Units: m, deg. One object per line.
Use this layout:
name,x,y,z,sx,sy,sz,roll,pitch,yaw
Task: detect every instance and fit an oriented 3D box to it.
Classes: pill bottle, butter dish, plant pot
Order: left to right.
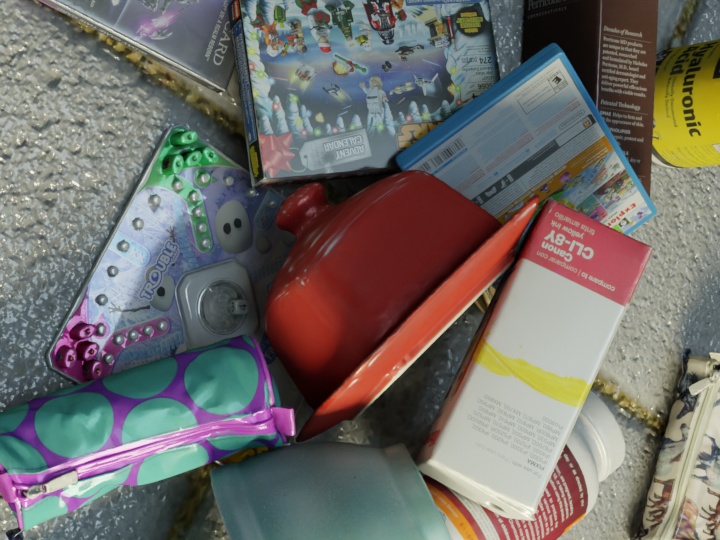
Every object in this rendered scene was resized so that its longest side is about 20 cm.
plant pot,-0.002,0.202,0.935,0.133,0.200,0.202,-25,105,-4
butter dish,0.000,0.000,0.960,0.148,0.200,0.199,45,66,4
pill bottle,0.118,0.176,1.086,0.199,0.113,0.114,-31,106,-28
pill bottle,0.339,-0.150,1.175,0.111,0.199,0.112,0,90,-33

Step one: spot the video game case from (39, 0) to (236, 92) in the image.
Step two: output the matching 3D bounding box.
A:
video game case,-0.159,-0.235,0.963,0.199,0.019,0.144,25,77,-31

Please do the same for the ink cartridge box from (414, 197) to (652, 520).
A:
ink cartridge box,0.118,0.067,0.959,0.083,0.145,0.201,25,80,3

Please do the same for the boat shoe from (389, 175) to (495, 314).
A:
boat shoe,0.067,-0.037,1.084,0.076,0.072,0.200,-47,113,-6

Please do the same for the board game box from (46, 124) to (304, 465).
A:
board game box,-0.101,0.027,0.996,0.199,0.026,0.201,35,73,-28

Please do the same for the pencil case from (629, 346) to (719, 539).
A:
pencil case,0.306,0.174,1.226,0.089,0.077,0.201,32,72,-50

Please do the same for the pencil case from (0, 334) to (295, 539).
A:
pencil case,-0.150,0.109,0.902,0.199,0.092,0.086,-17,114,-16

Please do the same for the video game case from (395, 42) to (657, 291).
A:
video game case,0.132,-0.064,1.028,0.143,0.018,0.200,-36,133,7

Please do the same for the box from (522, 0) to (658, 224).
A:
box,0.192,-0.140,1.140,0.074,0.100,0.202,5,87,-32

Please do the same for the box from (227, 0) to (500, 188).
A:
box,0.008,-0.140,1.003,0.198,0.040,0.138,-8,87,-19
